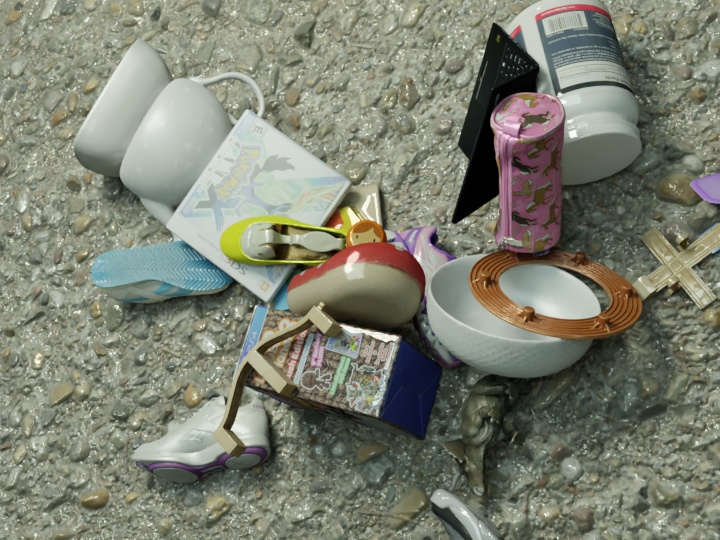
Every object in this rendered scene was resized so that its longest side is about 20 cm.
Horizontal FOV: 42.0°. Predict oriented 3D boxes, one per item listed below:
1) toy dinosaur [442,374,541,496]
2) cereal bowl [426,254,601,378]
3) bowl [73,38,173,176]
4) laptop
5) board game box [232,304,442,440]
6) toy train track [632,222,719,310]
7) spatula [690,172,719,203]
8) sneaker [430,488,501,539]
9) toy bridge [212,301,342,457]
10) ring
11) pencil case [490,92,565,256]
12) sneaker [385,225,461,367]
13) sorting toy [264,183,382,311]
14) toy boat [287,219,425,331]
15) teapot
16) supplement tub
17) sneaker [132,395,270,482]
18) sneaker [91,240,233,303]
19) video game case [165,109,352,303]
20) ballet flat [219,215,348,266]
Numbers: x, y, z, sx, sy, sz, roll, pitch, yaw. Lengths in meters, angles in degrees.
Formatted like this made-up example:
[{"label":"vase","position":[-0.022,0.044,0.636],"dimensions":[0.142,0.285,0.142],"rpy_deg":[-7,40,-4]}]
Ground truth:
[{"label":"toy dinosaur","position":[0.152,0.160,1.103],"dimensions":[0.102,0.077,0.201],"rpy_deg":[-18,45,53]},{"label":"cereal bowl","position":[0.173,0.063,1.089],"dimensions":[0.199,0.200,0.084],"rpy_deg":[21,122,28]},{"label":"bowl","position":[-0.343,-0.229,1.412],"dimensions":[0.074,0.200,0.201],"rpy_deg":[31,82,-3]},{"label":"laptop","position":[0.139,-0.182,1.136],"dimensions":[0.200,0.103,0.178],"rpy_deg":[-117,33,-48]},{"label":"board game box","position":[-0.024,0.127,1.147],"dimensions":[0.199,0.159,0.097],"rpy_deg":[11,76,26]},{"label":"toy train track","position":[0.402,-0.034,1.089],"dimensions":[0.200,0.033,0.115],"rpy_deg":[-37,61,6]},{"label":"spatula","position":[0.486,-0.131,1.088],"dimensions":[0.199,0.021,0.057],"rpy_deg":[-29,37,8]},{"label":"sneaker","position":[0.125,0.347,1.047],"dimensions":[0.114,0.075,0.200],"rpy_deg":[-45,65,0]},{"label":"toy bridge","position":[-0.103,0.116,1.077],"dimensions":[0.067,0.027,0.200],"rpy_deg":[40,94,29]},{"label":"ring","position":[0.224,0.018,1.076],"dimensions":[0.200,0.200,0.019],"rpy_deg":[23,122,28]},{"label":"pencil case","position":[0.191,-0.108,1.068],"dimensions":[0.082,0.201,0.087],"rpy_deg":[-2,47,7]},{"label":"sneaker","position":[0.095,0.023,1.184],"dimensions":[0.088,0.081,0.201],"rpy_deg":[-21,67,-5]},{"label":"sorting toy","position":[-0.055,-0.015,1.281],"dimensions":[0.184,0.036,0.201],"rpy_deg":[-12,67,20]},{"label":"toy boat","position":[0.000,0.000,1.138],"dimensions":[0.200,0.130,0.132],"rpy_deg":[-22,52,61]},{"label":"teapot","position":[-0.242,-0.172,1.358],"dimensions":[0.146,0.200,0.198],"rpy_deg":[30,43,-6]},{"label":"supplement tub","position":[0.261,-0.223,1.157],"dimensions":[0.140,0.140,0.201],"rpy_deg":[-16,66,18]},{"label":"sneaker","position":[-0.209,0.225,1.254],"dimensions":[0.199,0.075,0.100],"rpy_deg":[-13,53,15]},{"label":"sneaker","position":[-0.280,0.006,1.354],"dimensions":[0.199,0.081,0.077],"rpy_deg":[0,69,3]},{"label":"video game case","position":[-0.139,-0.089,1.280],"dimensions":[0.182,0.022,0.200],"rpy_deg":[36,91,9]},{"label":"ballet flat","position":[-0.094,-0.038,1.225],"dimensions":[0.199,0.067,0.067],"rpy_deg":[5,87,9]}]
